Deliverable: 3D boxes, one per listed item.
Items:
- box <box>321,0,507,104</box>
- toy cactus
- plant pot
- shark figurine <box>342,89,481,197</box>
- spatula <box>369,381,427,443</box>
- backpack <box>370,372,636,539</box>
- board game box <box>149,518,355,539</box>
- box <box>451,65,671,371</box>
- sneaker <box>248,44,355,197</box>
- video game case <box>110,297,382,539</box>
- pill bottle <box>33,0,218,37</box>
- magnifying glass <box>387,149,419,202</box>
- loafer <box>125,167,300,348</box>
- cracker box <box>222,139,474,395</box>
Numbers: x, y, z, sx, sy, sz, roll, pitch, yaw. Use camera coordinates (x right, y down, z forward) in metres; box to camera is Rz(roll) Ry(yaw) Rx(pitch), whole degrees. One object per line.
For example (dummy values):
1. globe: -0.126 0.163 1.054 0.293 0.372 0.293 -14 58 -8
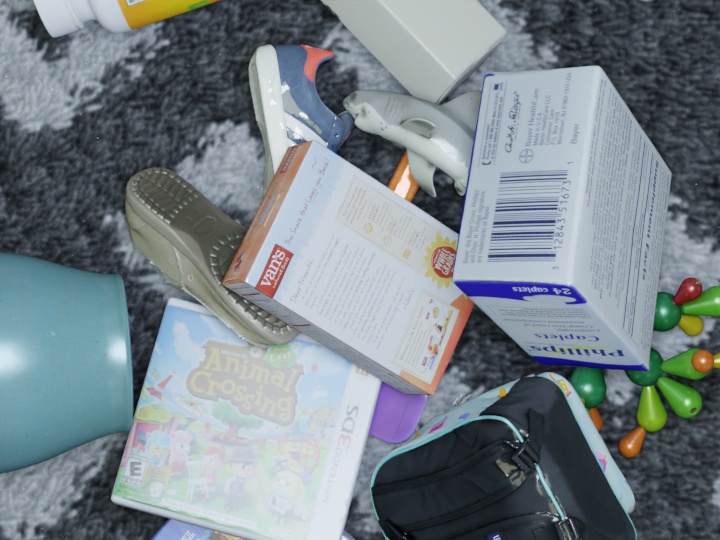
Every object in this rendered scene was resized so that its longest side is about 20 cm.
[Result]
1. box: 0.025 -0.240 1.507 0.200 0.068 0.082 47 60 2
2. toy cactus: 0.224 0.070 1.506 0.165 0.102 0.200 44 100 12
3. plant pot: -0.287 0.075 1.468 0.186 0.200 0.202 -4 89 -12
4. shark figurine: 0.096 -0.099 1.470 0.214 0.128 0.090 41 71 -12
5. spatula: -0.040 0.093 1.537 0.198 0.021 0.057 22 85 2
6. backpack: 0.115 0.189 1.459 0.199 0.153 0.177 -29 94 38
7. board game box: -0.096 0.285 1.524 0.199 0.041 0.200 41 90 2
8. box: 0.167 -0.037 1.417 0.104 0.200 0.186 0 67 28
9. sneaker: -0.042 -0.097 1.519 0.084 0.075 0.202 -7 95 -12
10. video game case: -0.094 0.135 1.501 0.198 0.022 0.184 15 76 2
11. pill bottle: -0.184 -0.270 1.503 0.198 0.111 0.112 -18 89 1
12. magnifying glass: 0.010 -0.019 1.541 0.079 0.022 0.201 27 91 2
13. loafer: -0.127 -0.005 1.513 0.200 0.068 0.075 45 53 14
14. cracker box: 0.000 0.000 1.473 0.199 0.058 0.135 32 74 -22
